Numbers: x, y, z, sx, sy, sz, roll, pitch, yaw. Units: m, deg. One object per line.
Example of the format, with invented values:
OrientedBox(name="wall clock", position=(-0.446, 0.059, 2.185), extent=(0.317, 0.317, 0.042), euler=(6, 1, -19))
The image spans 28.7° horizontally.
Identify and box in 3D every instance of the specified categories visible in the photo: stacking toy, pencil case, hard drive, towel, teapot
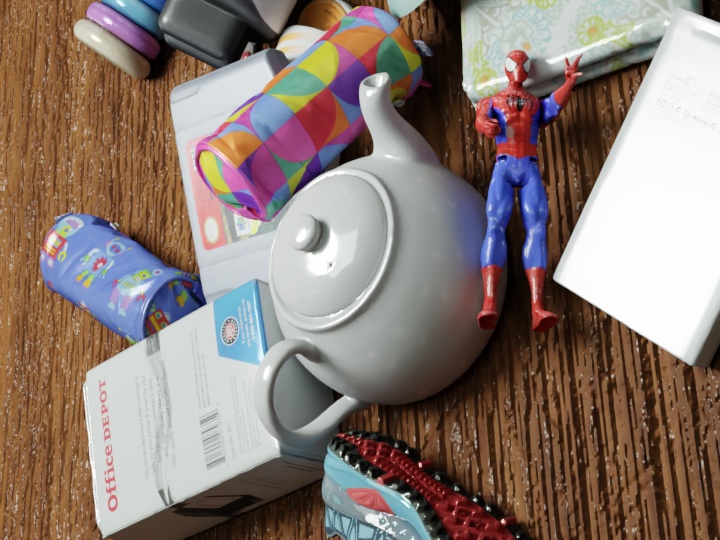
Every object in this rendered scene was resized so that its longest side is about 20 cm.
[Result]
OrientedBox(name="stacking toy", position=(-0.193, -0.291, 1.369), extent=(0.085, 0.085, 0.201), euler=(33, 90, 44))
OrientedBox(name="pencil case", position=(-0.034, -0.121, 1.086), extent=(0.200, 0.089, 0.088), euler=(-41, 43, -20))
OrientedBox(name="hard drive", position=(0.217, -0.057, 0.919), extent=(0.132, 0.026, 0.202), euler=(35, 106, 44))
OrientedBox(name="towel", position=(0.159, -0.221, 1.046), extent=(0.198, 0.048, 0.174), euler=(-17, 65, 37))
OrientedBox(name="teapot", position=(0.000, 0.000, 1.027), extent=(0.197, 0.145, 0.202), euler=(-36, 54, 26))
OrientedBox(name="pencil case", position=(-0.210, 0.011, 1.256), extent=(0.199, 0.078, 0.087), euler=(27, 73, 45))

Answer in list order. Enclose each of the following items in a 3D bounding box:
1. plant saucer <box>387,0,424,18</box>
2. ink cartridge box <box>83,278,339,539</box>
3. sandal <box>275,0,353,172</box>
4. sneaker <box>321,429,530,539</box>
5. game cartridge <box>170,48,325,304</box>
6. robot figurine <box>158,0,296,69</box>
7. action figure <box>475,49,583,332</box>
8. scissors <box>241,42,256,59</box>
OrientedBox(name="plant saucer", position=(0.067, -0.292, 1.093), extent=(0.202, 0.038, 0.202), euler=(-53, 16, 22))
OrientedBox(name="ink cartridge box", position=(-0.121, 0.119, 1.126), extent=(0.199, 0.083, 0.147), euler=(-28, 60, 30))
OrientedBox(name="sandal", position=(-0.048, -0.146, 1.186), extent=(0.078, 0.059, 0.209), euler=(-10, 66, 39))
OrientedBox(name="sneaker", position=(0.046, 0.196, 0.973), extent=(0.200, 0.079, 0.097), euler=(37, 122, 41))
OrientedBox(name="game cartridge", position=(-0.089, -0.074, 1.169), extent=(0.132, 0.041, 0.203), euler=(-15, 83, 33))
OrientedBox(name="robot figurine", position=(-0.103, -0.279, 1.216), extent=(0.150, 0.124, 0.202), euler=(19, 82, 52))
OrientedBox(name="action figure", position=(0.112, -0.070, 0.962), extent=(0.064, 0.099, 0.203), euler=(3, 70, -4))
OrientedBox(name="scissors", position=(-0.099, -0.209, 1.289), extent=(0.073, 0.014, 0.202), euler=(-31, 53, 26))
